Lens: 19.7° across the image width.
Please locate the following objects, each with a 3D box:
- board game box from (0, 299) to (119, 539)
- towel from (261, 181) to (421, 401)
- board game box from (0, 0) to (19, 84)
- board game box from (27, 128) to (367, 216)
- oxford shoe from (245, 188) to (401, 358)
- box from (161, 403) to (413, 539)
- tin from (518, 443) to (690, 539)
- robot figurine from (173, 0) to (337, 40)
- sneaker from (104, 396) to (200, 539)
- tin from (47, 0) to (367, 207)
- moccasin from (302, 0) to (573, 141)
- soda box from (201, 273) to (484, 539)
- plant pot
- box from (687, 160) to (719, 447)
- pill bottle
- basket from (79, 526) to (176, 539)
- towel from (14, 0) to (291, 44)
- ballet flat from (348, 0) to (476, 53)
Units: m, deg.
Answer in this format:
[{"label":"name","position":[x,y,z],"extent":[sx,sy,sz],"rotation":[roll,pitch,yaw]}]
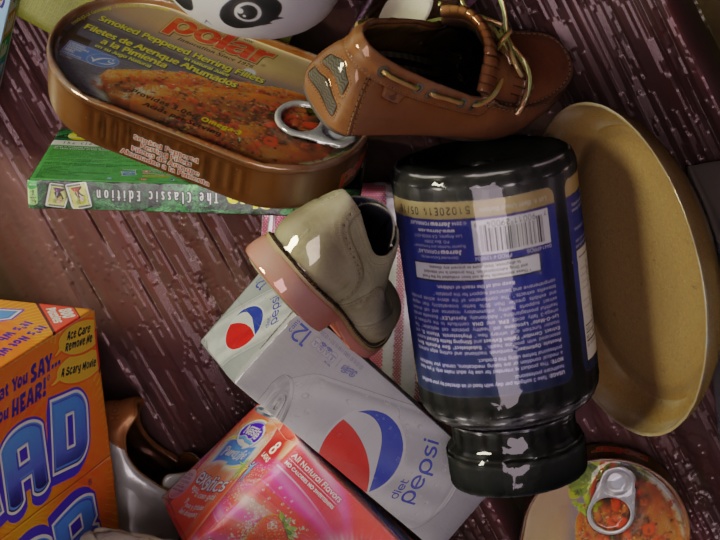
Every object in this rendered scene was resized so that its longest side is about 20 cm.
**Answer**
[{"label":"board game box","position":[-0.288,0.141,1.277],"extent":[0.199,0.200,0.201],"rotation":[5,110,24]},{"label":"towel","position":[0.034,0.013,1.338],"extent":[0.199,0.030,0.147],"rotation":[2,110,-1]},{"label":"board game box","position":[-0.315,-0.162,1.283],"extent":[0.199,0.034,0.135],"rotation":[17,113,-1]},{"label":"board game box","position":[-0.097,-0.061,1.277],"extent":[0.199,0.105,0.024],"rotation":[2,113,3]},{"label":"oxford shoe","position":[0.000,0.000,1.208],"extent":[0.074,0.200,0.071],"rotation":[-42,76,5]},{"label":"box","position":[-0.020,0.191,1.339],"extent":[0.103,0.095,0.200],"rotation":[-43,112,-1]},{"label":"tin","position":[0.155,0.211,1.393],"extent":[0.111,0.042,0.201],"rotation":[8,109,-4]},{"label":"robot figurine","position":[-0.050,-0.234,1.201],"extent":[0.124,0.150,0.201],"rotation":[8,110,-29]},{"label":"sneaker","position":[-0.129,0.176,1.376],"extent":[0.084,0.073,0.201],"rotation":[-24,105,14]},{"label":"tin","position":[-0.090,-0.101,1.225],"extent":[0.199,0.112,0.042],"rotation":[22,138,12]},{"label":"moccasin","position":[0.056,-0.123,1.213],"extent":[0.078,0.201,0.074],"rotation":[-47,58,37]},{"label":"soda box","position":[-0.005,0.089,1.291],"extent":[0.063,0.068,0.200],"rotation":[-48,122,-1]},{"label":"plant pot","position":[0.159,-0.003,1.225],"extent":[0.027,0.200,0.201],"rotation":[-13,110,-21]},{"label":"box","position":[0.279,0.045,1.242],"extent":[0.130,0.200,0.200],"rotation":[-8,109,4]},{"label":"pill bottle","position":[0.084,0.027,1.240],"extent":[0.111,0.112,0.201],"rotation":[-6,104,5]},{"label":"basket","position":[-0.102,0.281,1.222],"extent":[0.199,0.199,0.161],"rotation":[8,138,30]},{"label":"towel","position":[-0.144,-0.165,1.289],"extent":[0.199,0.018,0.086],"rotation":[28,107,-6]},{"label":"ballet flat","position":[0.054,-0.190,1.241],"extent":[0.069,0.071,0.200],"rotation":[34,107,-3]}]
